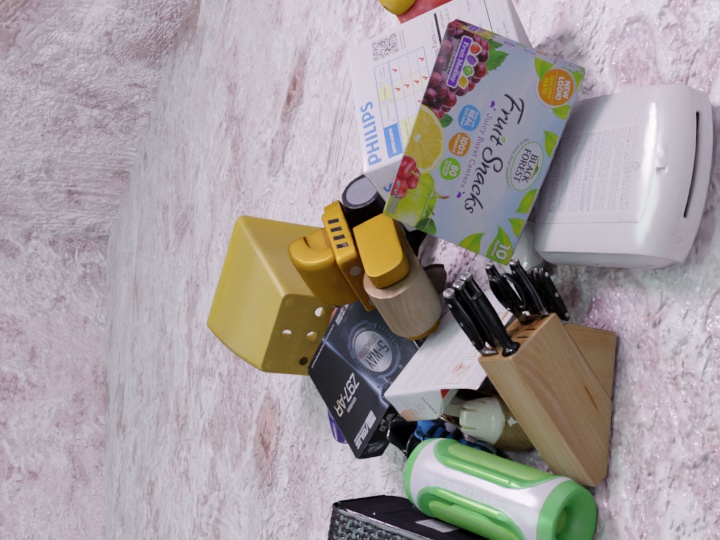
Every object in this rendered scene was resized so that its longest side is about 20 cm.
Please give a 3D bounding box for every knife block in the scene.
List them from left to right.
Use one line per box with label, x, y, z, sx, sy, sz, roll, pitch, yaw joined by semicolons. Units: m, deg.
knife block;0.156;0.095;0.978;0.064;0.173;0.204;169;108;-66

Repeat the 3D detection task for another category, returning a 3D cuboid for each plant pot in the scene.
plant pot;-0.101;0.057;1.576;0.177;0.197;0.203;52;129;53

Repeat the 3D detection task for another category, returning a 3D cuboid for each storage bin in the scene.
storage bin;0.070;0.308;1.066;0.197;0.134;0.096;9;89;37

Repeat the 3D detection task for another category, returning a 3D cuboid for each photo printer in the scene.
photo printer;0.249;-0.086;0.964;0.199;0.068;0.170;-177;97;-67

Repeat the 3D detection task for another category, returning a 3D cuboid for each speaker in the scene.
speaker;0.135;0.228;1.028;0.198;0.087;0.090;10;90;48

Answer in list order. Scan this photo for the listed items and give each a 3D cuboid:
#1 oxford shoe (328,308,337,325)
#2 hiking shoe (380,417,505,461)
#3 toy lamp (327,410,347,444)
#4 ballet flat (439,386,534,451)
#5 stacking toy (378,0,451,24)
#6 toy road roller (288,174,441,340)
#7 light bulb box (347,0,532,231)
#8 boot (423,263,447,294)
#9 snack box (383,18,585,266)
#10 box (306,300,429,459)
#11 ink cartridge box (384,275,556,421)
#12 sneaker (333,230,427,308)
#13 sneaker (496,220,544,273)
oxford shoe;0.006;0.073;1.469;0.202;0.069;0.075;-66;33;33
hiking shoe;0.095;0.221;1.182;0.199;0.085;0.076;-161;82;-66
toy lamp;-0.017;0.158;1.465;0.058;0.057;0.203;-122;32;-57
ballet flat;0.130;0.158;1.143;0.199;0.071;0.069;-164;81;-66
stacking toy;0.066;-0.372;1.324;0.146;0.197;0.149;-37;44;48
toy road roller;0.000;0.000;1.216;0.144;0.123;0.202;-27;44;7
light bulb box;0.105;-0.184;1.150;0.197;0.125;0.201;-20;53;18
boot;0.067;0.099;1.335;0.200;0.069;0.149;132;135;-53
snack box;0.121;-0.126;1.015;0.053;0.140;0.203;-54;-16;-67
box;0.015;0.116;1.320;0.161;0.043;0.202;57;133;36
ink cartridge box;0.128;0.087;1.116;0.163;0.050;0.199;-50;16;-24
sneaker;0.028;-0.023;1.379;0.201;0.075;0.088;-52;48;6
sneaker;0.149;-0.052;1.174;0.071;0.079;0.201;-64;29;28
